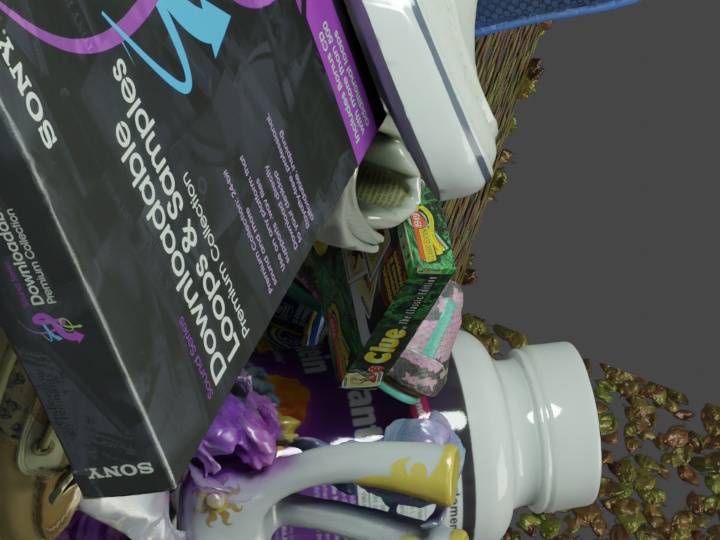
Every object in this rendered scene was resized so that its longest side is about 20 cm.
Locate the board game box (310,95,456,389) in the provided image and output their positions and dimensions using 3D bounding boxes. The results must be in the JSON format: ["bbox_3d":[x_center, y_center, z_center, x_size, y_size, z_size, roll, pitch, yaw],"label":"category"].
[{"bbox_3d":[-0.004,-0.061,0.930,0.105,0.023,0.201,116,-33,-55],"label":"board game box"}]

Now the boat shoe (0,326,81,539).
[{"bbox_3d":[-0.093,0.025,0.747,0.073,0.063,0.200,-63,171,-51],"label":"boat shoe"}]

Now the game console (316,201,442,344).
[{"bbox_3d":[-0.025,0.026,1.270,0.200,0.031,0.177,-48,-172,35],"label":"game console"}]

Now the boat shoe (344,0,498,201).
[{"bbox_3d":[0.020,-0.125,0.723,0.071,0.070,0.201,77,-5,-80],"label":"boat shoe"}]

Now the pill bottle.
[{"bbox_3d":[0.011,0.088,1.060,0.111,0.199,0.112,173,-90,-81],"label":"pill bottle"}]

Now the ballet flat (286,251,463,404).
[{"bbox_3d":[0.000,0.000,1.025,0.071,0.069,0.200,-56,-153,2],"label":"ballet flat"}]

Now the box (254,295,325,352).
[{"bbox_3d":[-0.026,-0.038,1.180,0.070,0.064,0.200,103,9,-58],"label":"box"}]

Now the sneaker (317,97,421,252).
[{"bbox_3d":[-0.034,-0.033,0.858,0.200,0.115,0.074,80,29,-82],"label":"sneaker"}]

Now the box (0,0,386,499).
[{"bbox_3d":[-0.056,-0.052,0.624,0.143,0.036,0.200,68,30,-28],"label":"box"}]

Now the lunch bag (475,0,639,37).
[{"bbox_3d":[0.055,-0.203,0.824,0.132,0.135,0.201,-60,138,-58],"label":"lunch bag"}]

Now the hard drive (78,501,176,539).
[{"bbox_3d":[-0.140,0.194,1.041,0.140,0.038,0.200,101,10,-61],"label":"hard drive"}]

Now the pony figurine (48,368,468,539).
[{"bbox_3d":[-0.058,0.100,0.885,0.167,0.199,0.194,23,72,-76],"label":"pony figurine"}]
